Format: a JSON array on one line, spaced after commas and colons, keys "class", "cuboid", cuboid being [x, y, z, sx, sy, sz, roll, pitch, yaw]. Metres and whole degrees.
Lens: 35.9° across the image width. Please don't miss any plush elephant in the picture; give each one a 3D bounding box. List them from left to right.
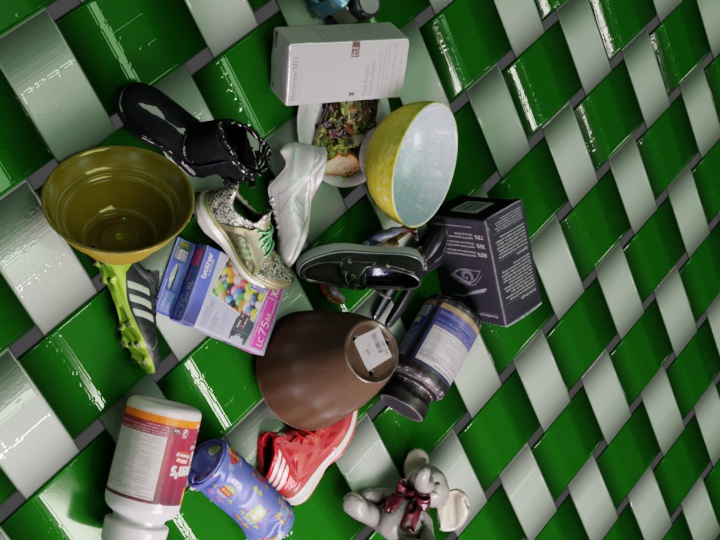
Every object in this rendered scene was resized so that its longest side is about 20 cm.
[{"class": "plush elephant", "cuboid": [0.093, 0.392, 1.889, 0.156, 0.164, 0.200, -55, 156, -4]}]

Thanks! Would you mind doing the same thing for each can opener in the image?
[{"class": "can opener", "cuboid": [0.082, 0.008, 1.892, 0.201, 0.063, 0.079, -53, 153, -11]}]

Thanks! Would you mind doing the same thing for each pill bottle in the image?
[{"class": "pill bottle", "cuboid": [-0.297, 0.284, 1.563, 0.109, 0.109, 0.203, 16, 85, -41]}, {"class": "pill bottle", "cuboid": [0.117, 0.150, 1.903, 0.112, 0.111, 0.201, 44, 68, -35]}]

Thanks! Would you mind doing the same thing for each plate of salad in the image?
[{"class": "plate of salad", "cuboid": [-0.018, -0.234, 1.778, 0.198, 0.048, 0.203, -6, 99, -39]}]

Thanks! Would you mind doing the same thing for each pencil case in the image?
[{"class": "pencil case", "cuboid": [-0.184, 0.339, 1.688, 0.087, 0.078, 0.200, -43, 124, -5]}]

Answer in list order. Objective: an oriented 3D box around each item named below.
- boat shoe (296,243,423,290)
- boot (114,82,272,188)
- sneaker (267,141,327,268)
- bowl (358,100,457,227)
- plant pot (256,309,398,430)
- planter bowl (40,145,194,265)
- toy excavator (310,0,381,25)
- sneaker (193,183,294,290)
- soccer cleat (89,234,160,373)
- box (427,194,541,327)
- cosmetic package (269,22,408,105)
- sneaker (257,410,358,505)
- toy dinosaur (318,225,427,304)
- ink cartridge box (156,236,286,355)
[{"class": "boat shoe", "cuboid": [0.000, 0.000, 1.696, 0.197, 0.057, 0.069, -2, 135, -2]}, {"class": "boot", "cuboid": [-0.225, -0.189, 1.528, 0.198, 0.161, 0.074, 43, 67, -36]}, {"class": "sneaker", "cuboid": [-0.111, -0.100, 1.712, 0.079, 0.070, 0.203, 13, 94, -14]}, {"class": "bowl", "cuboid": [0.062, -0.179, 1.777, 0.199, 0.107, 0.203, -33, 131, -47]}, {"class": "plant pot", "cuboid": [-0.033, 0.136, 1.680, 0.185, 0.199, 0.190, 9, 73, -30]}, {"class": "planter bowl", "cuboid": [-0.322, -0.069, 1.483, 0.199, 0.200, 0.084, -31, 150, -33]}, {"class": "toy excavator", "cuboid": [-0.064, -0.448, 1.692, 0.200, 0.099, 0.196, 42, 66, -22]}, {"class": "sneaker", "cuboid": [-0.155, -0.051, 1.629, 0.200, 0.088, 0.077, 46, 35, -26]}, {"class": "soccer cleat", "cuboid": [-0.308, 0.046, 1.553, 0.081, 0.067, 0.203, -29, 111, -36]}, {"class": "box", "cuboid": [0.216, -0.018, 1.944, 0.104, 0.147, 0.203, -28, 114, -35]}, {"class": "cosmetic package", "cuboid": [-0.032, -0.315, 1.687, 0.197, 0.074, 0.103, -10, 126, -24]}, {"class": "sneaker", "cuboid": [-0.087, 0.262, 1.765, 0.115, 0.078, 0.202, 44, 67, -37]}, {"class": "toy dinosaur", "cuboid": [0.016, -0.011, 1.827, 0.179, 0.200, 0.106, -16, 107, 1]}, {"class": "ink cartridge box", "cuboid": [-0.206, 0.040, 1.658, 0.199, 0.042, 0.121, 27, 78, -38]}]
